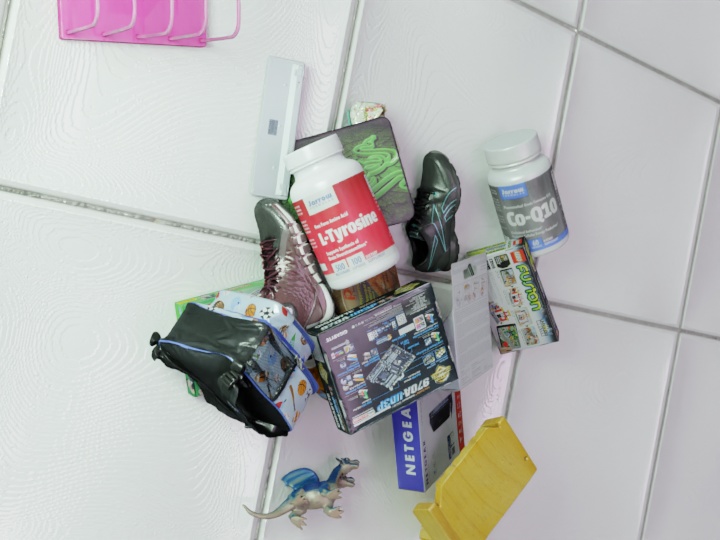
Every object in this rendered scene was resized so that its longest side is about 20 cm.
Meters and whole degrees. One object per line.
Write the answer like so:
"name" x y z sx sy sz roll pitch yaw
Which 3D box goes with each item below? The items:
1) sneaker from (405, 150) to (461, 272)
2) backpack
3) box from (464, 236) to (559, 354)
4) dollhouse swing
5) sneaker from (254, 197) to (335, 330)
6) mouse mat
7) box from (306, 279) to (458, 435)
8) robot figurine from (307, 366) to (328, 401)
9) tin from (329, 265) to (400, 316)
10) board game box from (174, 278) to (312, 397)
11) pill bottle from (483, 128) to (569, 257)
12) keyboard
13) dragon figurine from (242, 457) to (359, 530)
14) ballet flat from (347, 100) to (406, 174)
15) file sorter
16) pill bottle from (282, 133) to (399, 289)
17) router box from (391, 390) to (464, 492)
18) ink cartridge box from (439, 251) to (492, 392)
"sneaker" 0.117 -0.092 1.489 0.079 0.075 0.202 -11 102 -33
"backpack" -0.150 0.127 1.224 0.154 0.199 0.191 -48 131 -26
"box" 0.265 0.047 1.599 0.035 0.109 0.201 -68 139 -58
"dollhouse swing" 0.157 0.351 1.519 0.200 0.175 0.182 -45 116 -24
"sneaker" -0.123 0.005 1.294 0.115 0.075 0.201 -31 96 -31
"mouse mat" -0.028 -0.128 1.359 0.198 0.008 0.163 -18 94 -14
"box" 0.035 0.123 1.338 0.199 0.046 0.160 -24 105 -23
"robot figurine" -0.006 0.151 1.423 0.199 0.058 0.146 26 74 -47
"tin" 0.000 0.000 1.395 0.111 0.042 0.202 -2 75 -39
"board game box" -0.165 0.089 1.329 0.199 0.029 0.136 -15 104 -35
"pill bottle" 0.284 -0.134 1.583 0.113 0.113 0.202 -33 114 -29
"keyboard" -0.119 -0.206 1.326 0.056 0.011 0.202 8 90 -13
"dragon figurine" -0.086 0.342 1.403 0.198 0.099 0.059 -12 106 -15
"ballet flat" 0.034 -0.165 1.414 0.076 0.063 0.202 -58 134 -61
"file sorter" -0.260 -0.358 1.138 0.198 0.125 0.141 -7 100 -36
"pill bottle" -0.031 -0.084 1.298 0.112 0.112 0.202 -28 97 -31
"router box" 0.111 0.232 1.498 0.179 0.048 0.202 -28 115 -59
"ink cartridge box" 0.166 0.081 1.503 0.162 0.057 0.202 -17 100 -61
